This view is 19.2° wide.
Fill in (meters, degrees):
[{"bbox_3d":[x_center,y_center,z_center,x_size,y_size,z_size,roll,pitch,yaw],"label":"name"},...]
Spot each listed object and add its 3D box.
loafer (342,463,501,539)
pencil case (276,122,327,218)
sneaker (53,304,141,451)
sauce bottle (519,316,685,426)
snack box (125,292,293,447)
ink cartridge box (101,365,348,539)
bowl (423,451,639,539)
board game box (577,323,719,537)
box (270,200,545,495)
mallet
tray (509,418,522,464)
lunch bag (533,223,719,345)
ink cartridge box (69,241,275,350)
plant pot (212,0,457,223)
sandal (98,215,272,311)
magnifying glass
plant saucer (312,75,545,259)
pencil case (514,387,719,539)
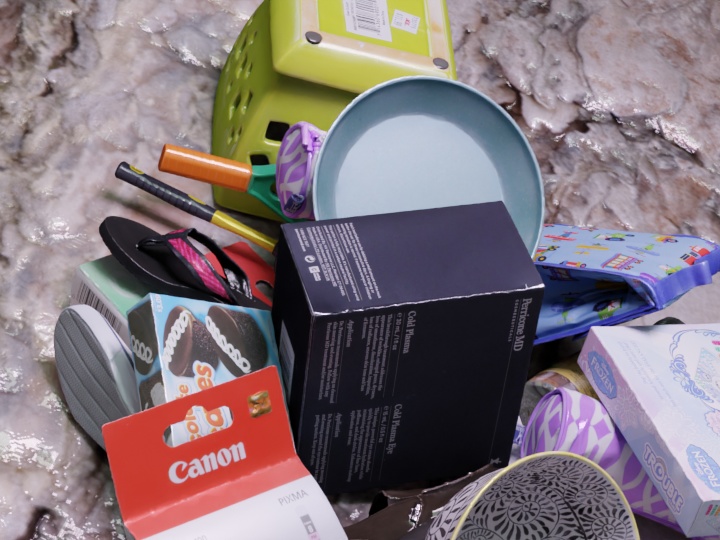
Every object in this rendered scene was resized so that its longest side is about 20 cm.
[{"bbox_3d":[0.041,0.187,1.609,0.199,0.073,0.071,-22,57,-42],"label":"loafer"},{"bbox_3d":[0.025,-0.080,1.797,0.198,0.086,0.084,5,45,-24],"label":"pencil case"},{"bbox_3d":[-0.165,0.108,1.620,0.070,0.073,0.201,-9,55,-46],"label":"sneaker"},{"bbox_3d":[0.214,0.091,1.823,0.065,0.065,0.199,41,40,24],"label":"sauce bottle"},{"bbox_3d":[-0.103,0.120,1.561,0.115,0.037,0.202,10,59,-40],"label":"snack box"},{"bbox_3d":[-0.085,0.184,1.472,0.162,0.202,0.057,-18,14,-40],"label":"ink cartridge box"},{"bbox_3d":[0.103,0.227,1.544,0.199,0.203,0.094,-12,10,-36],"label":"bowl"},{"bbox_3d":[0.300,0.120,1.676,0.197,0.044,0.201,0,39,-26],"label":"board game box"},{"bbox_3d":[0.028,0.062,1.628,0.180,0.201,0.105,-6,43,-16],"label":"box"},{"bbox_3d":[-0.120,-0.040,1.814,0.199,0.041,0.066,24,18,-4],"label":"mallet"},{"bbox_3d":[0.072,0.099,1.775,0.106,0.022,0.201,6,40,-21],"label":"tray"},{"bbox_3d":[0.203,0.006,1.787,0.199,0.095,0.150,-7,8,33],"label":"lunch bag"},{"bbox_3d":[-0.114,0.035,1.742,0.199,0.050,0.161,-23,56,-40],"label":"ink cartridge box"},{"bbox_3d":[-0.017,-0.164,1.919,0.197,0.182,0.201,12,39,-13],"label":"plant pot"},{"bbox_3d":[-0.117,0.005,1.707,0.199,0.045,0.075,32,24,0],"label":"sandal"},{"bbox_3d":[-0.077,-0.075,1.850,0.198,0.080,0.022,13,31,-15],"label":"magnifying glass"},{"bbox_3d":[0.052,-0.056,1.726,0.198,0.036,0.202,2,82,-17],"label":"plant saucer"},{"bbox_3d":[0.223,0.162,1.708,0.198,0.084,0.086,20,71,-12],"label":"pencil case"}]
